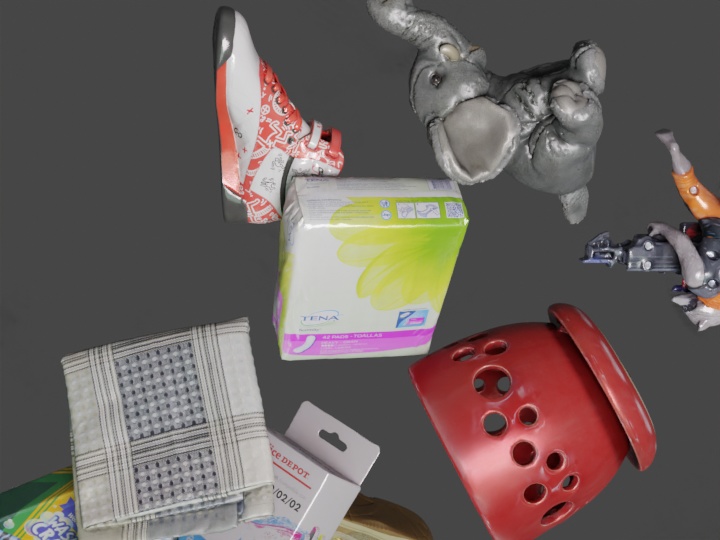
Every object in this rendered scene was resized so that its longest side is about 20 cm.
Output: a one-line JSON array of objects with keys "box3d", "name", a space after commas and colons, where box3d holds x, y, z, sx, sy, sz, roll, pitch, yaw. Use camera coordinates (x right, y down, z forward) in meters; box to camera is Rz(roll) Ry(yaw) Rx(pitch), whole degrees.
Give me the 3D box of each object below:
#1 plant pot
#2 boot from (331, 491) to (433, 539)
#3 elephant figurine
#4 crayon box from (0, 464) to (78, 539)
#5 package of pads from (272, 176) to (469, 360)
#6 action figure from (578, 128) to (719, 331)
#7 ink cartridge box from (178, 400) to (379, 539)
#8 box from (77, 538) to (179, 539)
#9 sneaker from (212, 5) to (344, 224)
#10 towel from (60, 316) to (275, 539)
[{"box3d": [0.165, 0.138, 1.097, 0.182, 0.200, 0.200, -30, 118, 2], "name": "plant pot"}, {"box3d": [-0.042, 0.303, 1.231, 0.200, 0.073, 0.156, 25, 111, -27], "name": "boot"}, {"box3d": [0.103, -0.140, 0.989, 0.200, 0.155, 0.142, 3, 162, 4], "name": "elephant figurine"}, {"box3d": [-0.270, 0.259, 1.195, 0.200, 0.052, 0.126, -22, 119, 6], "name": "crayon box"}, {"box3d": [0.000, 0.000, 1.037, 0.154, 0.068, 0.200, -1, 139, -12], "name": "package of pads"}, {"box3d": [0.312, -0.034, 1.071, 0.200, 0.105, 0.194, -7, 110, -5], "name": "action figure"}, {"box3d": [-0.083, 0.227, 1.115, 0.200, 0.115, 0.068, -59, 144, -5], "name": "ink cartridge box"}, {"box3d": [-0.195, 0.295, 1.161, 0.200, 0.039, 0.137, 27, 82, -40], "name": "box"}, {"box3d": [-0.070, -0.133, 0.993, 0.108, 0.067, 0.202, -3, 123, -6], "name": "sneaker"}, {"box3d": [-0.183, 0.154, 1.085, 0.192, 0.200, 0.035, -11, 163, 0], "name": "towel"}]
